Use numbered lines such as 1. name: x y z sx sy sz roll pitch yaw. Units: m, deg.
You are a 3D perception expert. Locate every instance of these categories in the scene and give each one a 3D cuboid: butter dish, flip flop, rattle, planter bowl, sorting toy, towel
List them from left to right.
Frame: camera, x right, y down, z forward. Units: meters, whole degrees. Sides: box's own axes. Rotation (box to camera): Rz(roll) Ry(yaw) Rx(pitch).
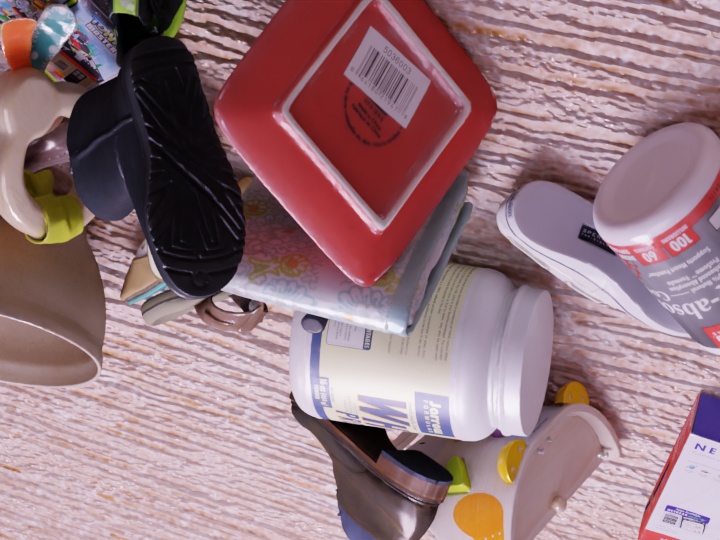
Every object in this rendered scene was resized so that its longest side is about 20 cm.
1. planter bowl: -0.310 0.006 1.832 0.198 0.136 0.200 10 160 4
2. rattle: -0.280 -0.129 1.684 0.143 0.130 0.201 34 150 51
3. flip flop: -0.117 0.029 1.829 0.199 0.081 0.058 -19 83 42
4. butter dish: -0.028 -0.121 1.577 0.200 0.200 0.147 48 157 -26
5. towel: -0.014 -0.030 1.636 0.170 0.200 0.049 11 127 14
6. sorting toy: 0.101 0.166 1.840 0.179 0.200 0.108 3 120 37

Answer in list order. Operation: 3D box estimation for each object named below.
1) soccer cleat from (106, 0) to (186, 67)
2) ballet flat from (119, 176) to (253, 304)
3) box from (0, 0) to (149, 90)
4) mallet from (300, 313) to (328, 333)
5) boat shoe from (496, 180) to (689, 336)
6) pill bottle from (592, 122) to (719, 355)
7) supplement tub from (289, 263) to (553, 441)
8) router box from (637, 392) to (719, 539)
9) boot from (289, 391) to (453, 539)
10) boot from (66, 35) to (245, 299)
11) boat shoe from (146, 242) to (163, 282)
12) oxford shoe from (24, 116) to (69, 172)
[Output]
1. soccer cleat: -0.162 -0.236 1.558 0.067 0.081 0.201 13 140 10
2. ballet flat: -0.146 -0.029 1.813 0.199 0.069 0.063 -24 96 38
3. box: -0.263 -0.227 1.649 0.110 0.035 0.200 -22 124 39
4. mallet: 0.000 0.000 1.669 0.065 0.200 0.041 11 119 4
5. boat shoe: 0.197 -0.007 1.681 0.199 0.071 0.070 26 168 -12
6. pill bottle: 0.278 -0.008 1.595 0.115 0.116 0.200 -22 124 40
7. supplement tub: 0.053 0.064 1.751 0.198 0.146 0.146 8 139 16
8. router box: 0.365 0.207 1.850 0.198 0.049 0.180 18 140 4
9. boot: -0.010 0.180 1.808 0.074 0.098 0.200 10 -165 -42
10. boot: -0.159 -0.062 1.579 0.076 0.202 0.168 -10 171 -25
11. boat shoe: -0.141 -0.081 1.708 0.066 0.074 0.202 9 124 23
12. oxford shoe: -0.322 -0.099 1.793 0.198 0.072 0.073 -10 136 31
